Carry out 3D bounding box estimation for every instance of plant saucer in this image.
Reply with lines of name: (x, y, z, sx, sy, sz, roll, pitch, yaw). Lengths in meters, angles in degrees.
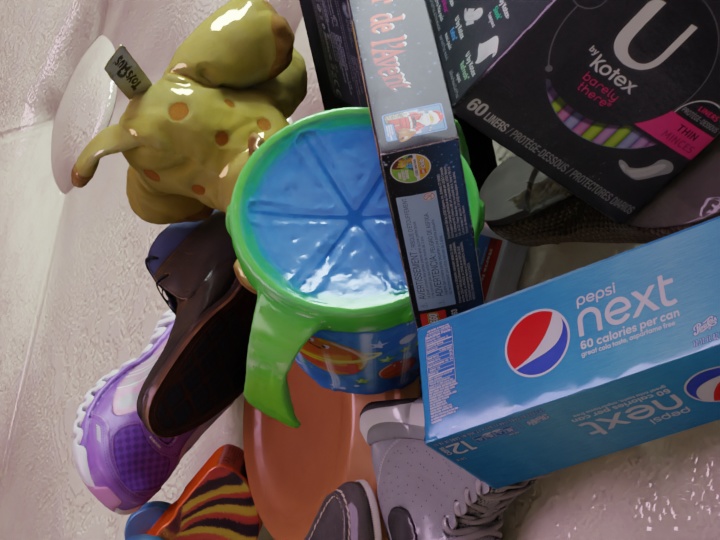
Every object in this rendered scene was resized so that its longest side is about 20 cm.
plant saucer: (-0.026, 0.093, 1.153, 0.200, 0.037, 0.201, -13, 75, 60)

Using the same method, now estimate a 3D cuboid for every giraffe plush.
giraffe plush: (-0.063, -0.066, 1.171, 0.162, 0.200, 0.173, 38, 101, 17)

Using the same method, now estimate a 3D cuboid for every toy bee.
toy bee: (-0.125, 0.211, 1.262, 0.200, 0.109, 0.131, -34, 15, 37)

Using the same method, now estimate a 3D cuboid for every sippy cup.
sippy cup: (0.000, 0.000, 1.032, 0.131, 0.177, 0.140, 84, 161, -59)

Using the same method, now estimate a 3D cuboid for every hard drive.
hard drive: (0.017, -0.134, 1.157, 0.200, 0.033, 0.140, 37, 144, 60)

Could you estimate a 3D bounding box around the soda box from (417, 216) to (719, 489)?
soda box: (0.127, 0.035, 0.841, 0.199, 0.068, 0.064, -21, 54, 27)

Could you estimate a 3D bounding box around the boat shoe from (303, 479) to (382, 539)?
boat shoe: (-0.030, 0.216, 1.067, 0.067, 0.057, 0.201, -135, 50, -60)

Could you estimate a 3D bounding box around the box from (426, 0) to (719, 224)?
box: (0.142, -0.142, 0.883, 0.200, 0.122, 0.106, -46, 30, 26)

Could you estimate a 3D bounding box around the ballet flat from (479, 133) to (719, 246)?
ballet flat: (0.138, -0.038, 0.967, 0.200, 0.046, 0.068, -6, 56, 54)

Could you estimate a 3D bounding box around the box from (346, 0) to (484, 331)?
box: (0.022, -0.090, 0.922, 0.137, 0.038, 0.201, 75, -177, -51)

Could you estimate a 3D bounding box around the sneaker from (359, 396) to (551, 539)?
sneaker: (0.075, 0.121, 0.980, 0.200, 0.075, 0.116, -13, 79, 57)

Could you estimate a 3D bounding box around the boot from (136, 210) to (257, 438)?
boot: (-0.112, 0.029, 1.243, 0.097, 0.075, 0.200, 12, 48, 33)

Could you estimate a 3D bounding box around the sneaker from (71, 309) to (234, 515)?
sneaker: (-0.123, 0.083, 1.271, 0.088, 0.081, 0.200, -20, 24, 37)

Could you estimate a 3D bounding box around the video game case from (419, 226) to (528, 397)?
video game case: (0.026, 0.033, 1.145, 0.200, 0.017, 0.144, 19, 93, 62)
